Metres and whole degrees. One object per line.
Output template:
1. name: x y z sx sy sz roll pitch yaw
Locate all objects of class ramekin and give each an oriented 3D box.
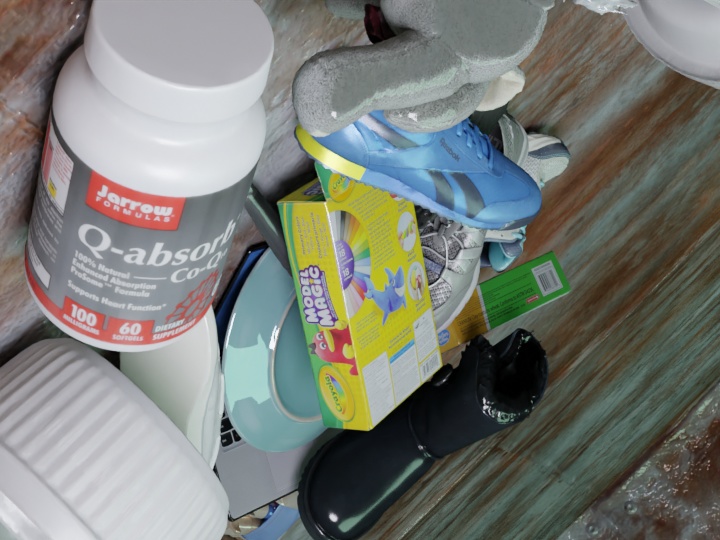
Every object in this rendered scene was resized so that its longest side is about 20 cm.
1. ramekin: -0.176 0.136 0.977 0.105 0.199 0.201 -45 161 -21

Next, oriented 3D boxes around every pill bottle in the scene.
1. pill bottle: -0.116 -0.058 0.819 0.115 0.116 0.201 -27 153 -37

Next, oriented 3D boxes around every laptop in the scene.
1. laptop: -0.036 0.073 1.219 0.115 0.203 0.186 -15 -178 42

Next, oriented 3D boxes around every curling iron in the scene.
1. curling iron: -0.041 -0.012 1.102 0.200 0.025 0.050 44 58 -49

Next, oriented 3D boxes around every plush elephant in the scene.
1. plush elephant: 0.044 -0.165 0.895 0.197 0.167 0.155 -2 -174 -14

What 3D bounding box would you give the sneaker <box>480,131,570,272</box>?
1. sneaker: 0.118 -0.043 1.311 0.199 0.086 0.078 -34 158 -24

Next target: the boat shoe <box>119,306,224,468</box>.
1. boat shoe: -0.129 0.088 1.103 0.069 0.071 0.203 -56 149 -59

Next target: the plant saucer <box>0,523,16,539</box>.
1. plant saucer: -0.203 0.164 1.171 0.199 0.050 0.201 -36 157 -18

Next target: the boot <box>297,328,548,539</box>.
1. boot: 0.052 0.130 1.214 0.200 0.077 0.168 -40 -177 -42

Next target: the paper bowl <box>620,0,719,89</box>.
1. paper bowl: 0.274 -0.233 1.080 0.104 0.201 0.201 3 130 -53

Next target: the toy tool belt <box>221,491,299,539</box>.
1. toy tool belt: -0.110 0.186 1.323 0.122 0.125 0.200 31 106 -40

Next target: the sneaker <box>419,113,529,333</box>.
1. sneaker: 0.069 -0.045 1.202 0.202 0.074 0.082 -67 163 -8

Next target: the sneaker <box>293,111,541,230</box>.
1. sneaker: 0.054 -0.088 1.031 0.198 0.066 0.079 20 121 -26

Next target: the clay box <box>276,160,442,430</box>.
1. clay box: 0.000 0.000 1.098 0.115 0.047 0.203 -35 118 -52

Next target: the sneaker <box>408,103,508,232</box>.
1. sneaker: 0.069 -0.107 1.131 0.090 0.076 0.201 -29 157 -47

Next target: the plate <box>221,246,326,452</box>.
1. plate: -0.032 0.051 1.184 0.199 0.025 0.203 -28 127 -44

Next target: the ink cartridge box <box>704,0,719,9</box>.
1. ink cartridge box: 0.245 -0.296 0.983 0.201 0.148 0.085 -52 155 21

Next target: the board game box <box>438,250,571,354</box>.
1. board game box: 0.071 0.053 1.357 0.152 0.041 0.199 -22 175 -41
